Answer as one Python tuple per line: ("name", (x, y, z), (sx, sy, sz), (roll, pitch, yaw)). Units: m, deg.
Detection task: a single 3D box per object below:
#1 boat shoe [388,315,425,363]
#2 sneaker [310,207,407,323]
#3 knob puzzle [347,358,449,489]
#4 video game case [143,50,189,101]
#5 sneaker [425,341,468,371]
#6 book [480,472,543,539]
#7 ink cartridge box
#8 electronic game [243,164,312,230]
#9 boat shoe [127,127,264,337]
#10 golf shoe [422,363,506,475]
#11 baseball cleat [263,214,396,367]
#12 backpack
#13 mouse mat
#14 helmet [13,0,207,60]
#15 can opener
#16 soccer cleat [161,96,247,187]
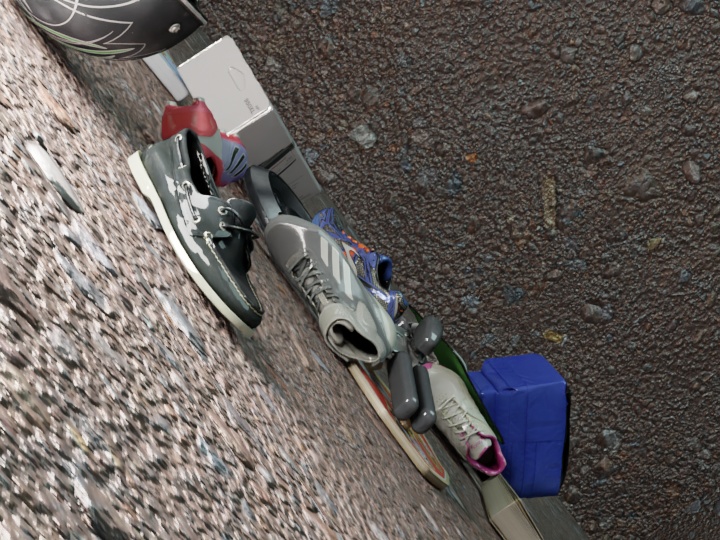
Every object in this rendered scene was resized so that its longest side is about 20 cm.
("boat shoe", (0.073, 0.111, 2.234), (0.072, 0.068, 0.200), (54, 3, 26))
("sneaker", (0.000, 0.000, 1.761), (0.075, 0.078, 0.201), (46, 14, -54))
("knob puzzle", (0.052, 0.167, 1.680), (0.221, 0.030, 0.220), (54, 3, -4))
("video game case", (-0.300, -0.326, 1.915), (0.200, 0.022, 0.182), (52, 4, -32))
("sneaker", (0.172, 0.213, 2.551), (0.201, 0.076, 0.114), (57, 2, 2))
("book", (0.219, 0.356, 2.016), (0.134, 0.048, 0.200), (56, 1, -4))
("ink cartridge box", (-0.142, -0.181, 1.917), (0.145, 0.084, 0.200), (58, -1, 33))
("electronic game", (-0.083, -0.041, 1.829), (0.201, 0.041, 0.200), (56, 10, -15))
("boat shoe", (-0.112, -0.036, 1.147), (0.200, 0.066, 0.075), (56, 4, 40))
("golf shoe", (0.143, 0.209, 2.081), (0.200, 0.075, 0.092), (50, -3, -30))
("baseball cleat", (-0.037, 0.020, 1.636), (0.200, 0.070, 0.106), (44, 19, 1))
("backpack", (0.234, 0.249, 2.307), (0.163, 0.165, 0.203), (-111, -163, -72))
("mouse mat", (0.138, 0.149, 2.151), (0.161, 0.007, 0.201), (47, -12, 55))
("helmet", (-0.206, -0.272, 1.222), (0.198, 0.193, 0.200), (19, -8, 3))
("can opener", (0.060, 0.107, 1.668), (0.052, 0.067, 0.201), (35, 22, -17))
("soccer cleat", (-0.155, -0.109, 1.488), (0.200, 0.066, 0.078), (63, 22, -76))
